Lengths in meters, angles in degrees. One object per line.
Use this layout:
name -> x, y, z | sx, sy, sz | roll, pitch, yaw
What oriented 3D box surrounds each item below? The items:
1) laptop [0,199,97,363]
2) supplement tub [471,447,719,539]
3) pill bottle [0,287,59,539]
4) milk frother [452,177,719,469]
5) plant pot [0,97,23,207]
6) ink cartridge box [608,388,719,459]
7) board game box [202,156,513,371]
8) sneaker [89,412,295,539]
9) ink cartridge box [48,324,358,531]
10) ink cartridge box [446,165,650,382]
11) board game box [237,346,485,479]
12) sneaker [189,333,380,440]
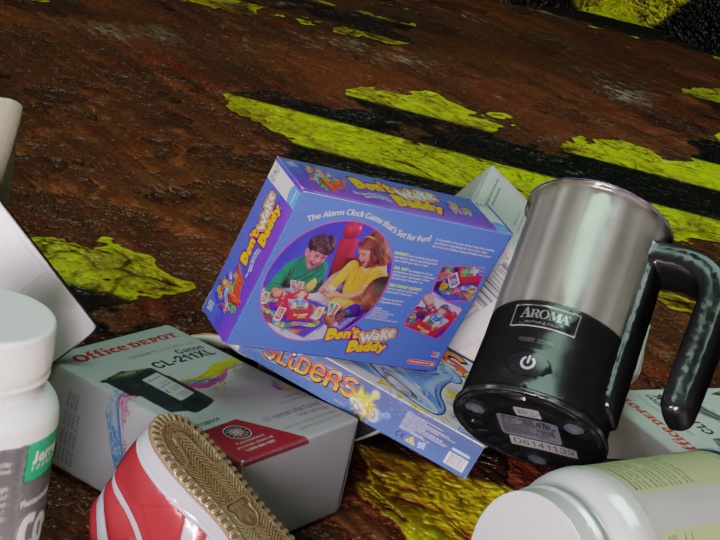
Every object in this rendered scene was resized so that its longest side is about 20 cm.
laptop -> -0.319, 0.032, 1.189 | 0.187, 0.200, 0.116 | 53, -3, -8
supplement tub -> 0.187, 0.200, 1.164 | 0.200, 0.145, 0.145 | -2, 23, -37
pill bottle -> -0.244, 0.117, 1.037 | 0.113, 0.201, 0.113 | 10, 19, -4
milk frother -> 0.178, 0.070, 1.299 | 0.180, 0.200, 0.188 | 20, 63, 7
plant pot -> -0.381, -0.025, 1.334 | 0.199, 0.200, 0.178 | 8, 63, -12
ink cartridge box -> 0.302, 0.165, 1.437 | 0.200, 0.084, 0.144 | 0, 22, -30
board game box -> 0.000, 0.000, 1.269 | 0.200, 0.135, 0.045 | 11, 28, -37
sneaker -> -0.101, 0.203, 1.117 | 0.200, 0.112, 0.071 | 53, 30, 16
ink cartridge box -> -0.127, 0.123, 1.282 | 0.200, 0.083, 0.146 | 24, 22, 30
ink cartridge box -> 0.121, 0.038, 1.423 | 0.200, 0.144, 0.085 | 45, 33, -9
board game box -> 0.012, 0.075, 1.348 | 0.200, 0.035, 0.135 | 29, 22, 0
sneaker -> -0.068, 0.098, 1.397 | 0.199, 0.079, 0.079 | 8, 3, 16
